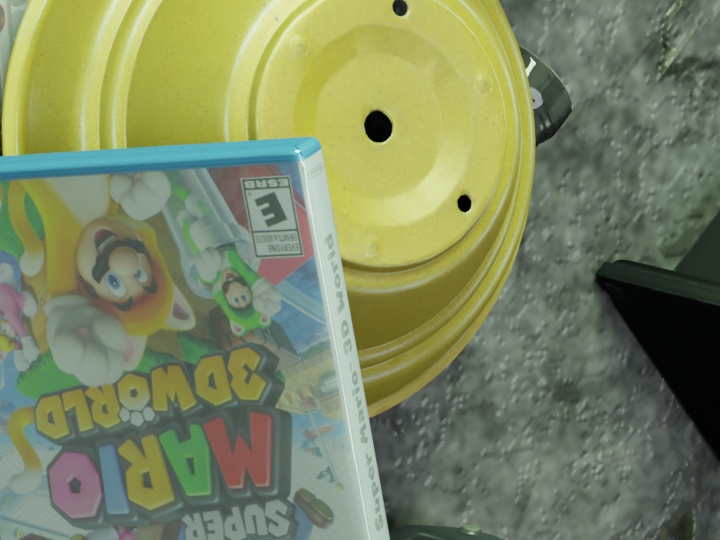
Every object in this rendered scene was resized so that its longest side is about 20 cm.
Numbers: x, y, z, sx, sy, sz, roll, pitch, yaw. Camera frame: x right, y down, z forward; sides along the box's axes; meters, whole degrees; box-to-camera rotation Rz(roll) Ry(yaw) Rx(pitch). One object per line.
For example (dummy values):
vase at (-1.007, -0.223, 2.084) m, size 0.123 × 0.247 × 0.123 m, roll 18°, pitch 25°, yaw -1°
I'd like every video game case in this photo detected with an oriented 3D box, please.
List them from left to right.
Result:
video game case at (-0.062, 0.060, 0.906) m, size 0.018 × 0.142 × 0.201 m, roll -38°, pitch 122°, yaw -60°

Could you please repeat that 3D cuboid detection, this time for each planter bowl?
planter bowl at (-0.010, -0.044, 0.928) m, size 0.199 × 0.083 × 0.202 m, roll 0°, pitch 89°, yaw -27°

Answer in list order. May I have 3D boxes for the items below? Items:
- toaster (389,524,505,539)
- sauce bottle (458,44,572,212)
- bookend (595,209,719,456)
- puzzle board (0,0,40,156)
toaster at (-0.013, 0.165, 1.013) m, size 0.199 × 0.113 × 0.130 m, roll 3°, pitch 102°, yaw -32°
sauce bottle at (0.000, 0.000, 1.015) m, size 0.200 × 0.066 × 0.066 m, roll -51°, pitch 126°, yaw -20°
bookend at (0.228, 0.005, 1.175) m, size 0.199 × 0.092 × 0.200 m, roll -51°, pitch 125°, yaw -19°
puzzle board at (-0.131, -0.061, 0.925) m, size 0.150 × 0.017 × 0.202 m, roll -14°, pitch 110°, yaw -35°
